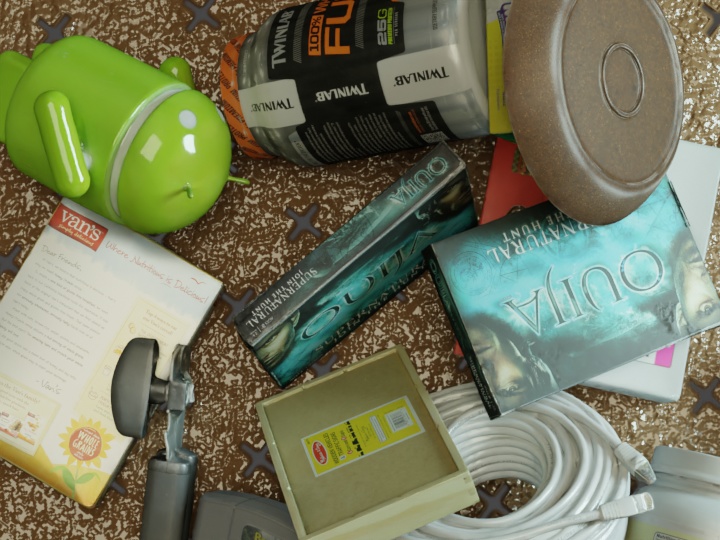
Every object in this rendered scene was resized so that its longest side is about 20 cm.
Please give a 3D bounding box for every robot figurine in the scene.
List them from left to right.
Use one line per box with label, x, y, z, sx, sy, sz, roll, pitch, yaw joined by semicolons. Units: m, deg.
robot figurine;-0.182;-0.100;1.258;0.199;0.175;0.116;27;115;21

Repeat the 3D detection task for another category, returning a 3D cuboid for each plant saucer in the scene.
plant saucer;0.175;-0.133;1.197;0.034;0.200;0.201;-6;81;43

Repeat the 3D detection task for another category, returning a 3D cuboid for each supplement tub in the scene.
supplement tub;0.004;-0.146;1.254;0.199;0.122;0.123;-10;83;22
supplement tub;0.249;0.240;1.224;0.144;0.145;0.201;16;83;1

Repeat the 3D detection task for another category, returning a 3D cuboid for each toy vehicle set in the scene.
toy vehicle set;0.000;0.129;1.214;0.124;0.200;0.027;-22;116;-2

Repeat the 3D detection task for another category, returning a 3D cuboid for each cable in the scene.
cable;0.096;0.161;1.220;0.199;0.200;0.069;-22;127;-9

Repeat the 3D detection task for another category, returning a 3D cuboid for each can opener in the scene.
can opener;-0.157;0.150;1.258;0.066;0.053;0.201;8;95;5

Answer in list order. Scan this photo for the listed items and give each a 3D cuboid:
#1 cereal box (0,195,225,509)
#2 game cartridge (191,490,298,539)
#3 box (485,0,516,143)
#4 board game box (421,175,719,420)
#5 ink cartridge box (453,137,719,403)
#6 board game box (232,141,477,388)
cereal box;-0.213;0.061;1.290;0.143;0.040;0.201;31;83;3
game cartridge;-0.049;0.242;1.208;0.199;0.041;0.134;23;106;34
box;0.130;-0.193;1.235;0.048;0.117;0.201;-5;86;24
board game box;0.160;0.012;1.244;0.199;0.028;0.136;-21;84;-18
ink cartridge box;0.177;-0.014;1.305;0.173;0.044;0.201;12;83;-1
board game box;0.000;0.000;1.246;0.200;0.135;0.028;-40;72;-5
